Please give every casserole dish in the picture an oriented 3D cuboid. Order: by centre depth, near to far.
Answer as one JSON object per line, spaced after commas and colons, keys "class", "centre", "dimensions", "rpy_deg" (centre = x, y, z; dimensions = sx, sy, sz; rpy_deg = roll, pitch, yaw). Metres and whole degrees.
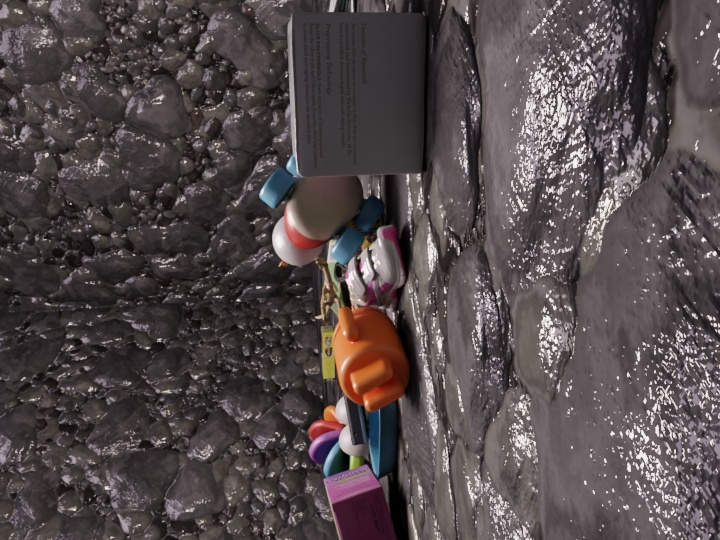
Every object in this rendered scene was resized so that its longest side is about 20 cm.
{"class": "casserole dish", "centre": [0.041, 0.288, 1.164], "dimensions": [0.122, 0.038, 0.204], "rpy_deg": [-106, 16, -63]}

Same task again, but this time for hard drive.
{"class": "hard drive", "centre": [-0.017, 0.239, 1.278], "dimensions": [0.140, 0.032, 0.204], "rpy_deg": [70, -171, -83]}

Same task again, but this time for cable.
{"class": "cable", "centre": [0.000, 0.000, 1.223], "dimensions": [0.200, 0.049, 0.099], "rpy_deg": [137, 126, -65]}

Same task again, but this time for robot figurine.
{"class": "robot figurine", "centre": [0.015, 0.138, 1.015], "dimensions": [0.201, 0.141, 0.118], "rpy_deg": [-108, 39, -62]}

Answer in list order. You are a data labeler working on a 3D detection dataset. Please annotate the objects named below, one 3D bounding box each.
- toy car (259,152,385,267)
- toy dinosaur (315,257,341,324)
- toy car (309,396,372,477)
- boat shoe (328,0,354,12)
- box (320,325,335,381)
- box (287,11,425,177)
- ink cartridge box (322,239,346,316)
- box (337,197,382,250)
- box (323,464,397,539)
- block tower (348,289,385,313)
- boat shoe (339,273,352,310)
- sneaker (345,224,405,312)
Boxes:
{"class": "toy car", "centre": [-0.092, -0.083, 1.122], "dimensions": [0.200, 0.183, 0.178], "rpy_deg": [-47, 7, 49]}
{"class": "toy dinosaur", "centre": [-0.065, 0.060, 1.339], "dimensions": [0.202, 0.057, 0.102], "rpy_deg": [93, 166, -45]}
{"class": "toy car", "centre": [-0.046, 0.396, 1.455], "dimensions": [0.202, 0.147, 0.178], "rpy_deg": [-102, 12, -52]}
{"class": "boat shoe", "centre": [-0.048, -0.544, 1.416], "dimensions": [0.067, 0.072, 0.204], "rpy_deg": [-102, 12, -64]}
{"class": "box", "centre": [-0.127, 0.324, 2.464], "dimensions": [0.075, 0.049, 0.204], "rpy_deg": [-118, 25, -73]}
{"class": "box", "centre": [-0.013, -0.244, 0.869], "dimensions": [0.199, 0.168, 0.204], "rpy_deg": [-114, 22, -71]}
{"class": "ink cartridge box", "centre": [-0.035, 0.037, 1.514], "dimensions": [0.200, 0.047, 0.148], "rpy_deg": [58, -146, -60]}
{"class": "box", "centre": [-0.004, -0.072, 1.260], "dimensions": [0.200, 0.069, 0.066], "rpy_deg": [106, 158, -70]}
{"class": "box", "centre": [0.006, 0.473, 1.154], "dimensions": [0.200, 0.095, 0.179], "rpy_deg": [137, 117, -80]}
{"class": "block tower", "centre": [0.013, 0.067, 1.245], "dimensions": [0.201, 0.057, 0.055], "rpy_deg": [-100, 10, -55]}
{"class": "boat shoe", "centre": [-0.012, 0.082, 1.327], "dimensions": [0.073, 0.062, 0.202], "rpy_deg": [-51, 27, 31]}
{"class": "sneaker", "centre": [0.021, 0.004, 1.017], "dimensions": [0.202, 0.086, 0.083], "rpy_deg": [97, 167, -53]}
